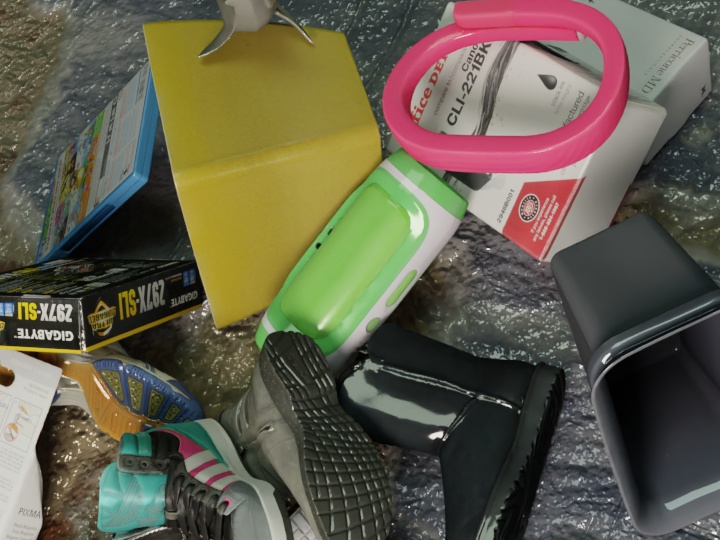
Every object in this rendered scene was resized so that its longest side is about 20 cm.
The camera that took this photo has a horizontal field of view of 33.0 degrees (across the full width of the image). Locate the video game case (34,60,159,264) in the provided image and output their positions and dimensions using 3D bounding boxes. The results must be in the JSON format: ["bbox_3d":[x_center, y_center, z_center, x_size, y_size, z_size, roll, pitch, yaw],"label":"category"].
[{"bbox_3d":[-0.252,-0.098,1.173,0.199,0.018,0.145,-34,42,41],"label":"video game case"}]

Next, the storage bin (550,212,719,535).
[{"bbox_3d":[0.216,0.060,0.856,0.144,0.201,0.135,-25,42,2],"label":"storage bin"}]

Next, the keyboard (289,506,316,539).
[{"bbox_3d":[0.013,0.242,0.913,0.056,0.011,0.200,-40,53,-9],"label":"keyboard"}]

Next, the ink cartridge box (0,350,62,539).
[{"bbox_3d":[-0.331,0.164,1.038,0.161,0.057,0.202,16,78,29],"label":"ink cartridge box"}]

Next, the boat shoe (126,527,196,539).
[{"bbox_3d":[-0.205,0.255,0.945,0.199,0.071,0.072,-37,51,-11],"label":"boat shoe"}]

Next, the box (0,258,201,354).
[{"bbox_3d":[-0.252,0.026,1.055,0.157,0.200,0.050,-1,99,20],"label":"box"}]

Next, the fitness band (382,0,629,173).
[{"bbox_3d":[0.111,-0.143,0.946,0.197,0.037,0.145,4,66,28],"label":"fitness band"}]

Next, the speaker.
[{"bbox_3d":[0.000,0.000,1.005,0.201,0.088,0.088,-52,53,7],"label":"speaker"}]

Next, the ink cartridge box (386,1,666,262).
[{"bbox_3d":[0.133,-0.118,1.029,0.200,0.083,0.146,39,114,37],"label":"ink cartridge box"}]

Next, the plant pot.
[{"bbox_3d":[-0.076,-0.101,1.078,0.174,0.201,0.202,-13,52,-5],"label":"plant pot"}]

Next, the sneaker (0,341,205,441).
[{"bbox_3d":[-0.216,0.089,1.063,0.198,0.076,0.088,21,23,10],"label":"sneaker"}]

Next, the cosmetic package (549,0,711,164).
[{"bbox_3d":[0.205,-0.190,1.100,0.199,0.072,0.102,34,73,34],"label":"cosmetic package"}]

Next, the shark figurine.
[{"bbox_3d":[-0.109,-0.213,0.987,0.089,0.215,0.128,-41,95,5],"label":"shark figurine"}]

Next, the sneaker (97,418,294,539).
[{"bbox_3d":[-0.135,0.177,0.914,0.119,0.085,0.200,-4,22,-29],"label":"sneaker"}]

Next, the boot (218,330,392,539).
[{"bbox_3d":[-0.047,0.158,0.936,0.067,0.131,0.201,-1,49,-31],"label":"boot"}]

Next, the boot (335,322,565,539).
[{"bbox_3d":[0.052,0.138,0.926,0.166,0.077,0.202,10,55,23],"label":"boot"}]
